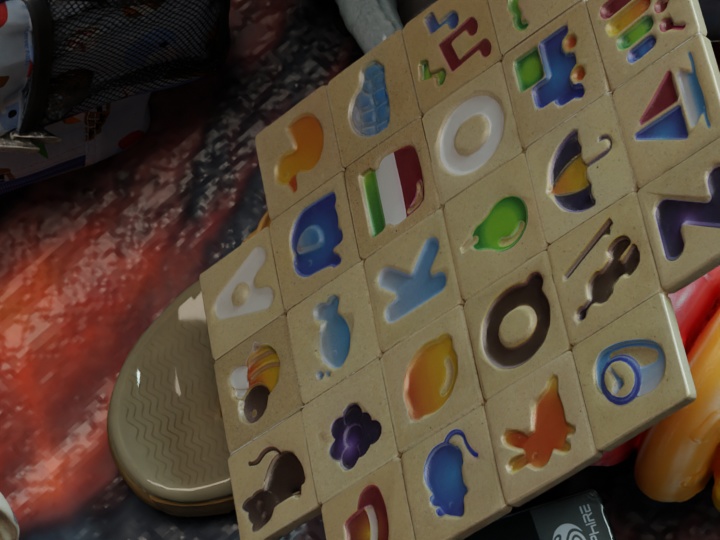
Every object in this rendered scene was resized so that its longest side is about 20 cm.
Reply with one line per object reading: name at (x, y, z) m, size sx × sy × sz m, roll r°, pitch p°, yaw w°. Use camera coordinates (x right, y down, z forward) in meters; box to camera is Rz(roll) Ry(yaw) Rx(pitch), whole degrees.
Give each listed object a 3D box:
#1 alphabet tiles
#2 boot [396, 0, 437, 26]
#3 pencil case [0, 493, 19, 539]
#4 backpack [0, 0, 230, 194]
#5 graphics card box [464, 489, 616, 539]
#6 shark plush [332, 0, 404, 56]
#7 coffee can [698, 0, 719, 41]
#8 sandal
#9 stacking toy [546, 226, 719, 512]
alphabet tiles at (0.028, -0.004, 0.833) m, size 0.200 × 0.006 × 0.167 m, roll -34°, pitch 52°, yaw 32°
boot at (0.066, -0.166, 1.014) m, size 0.200 × 0.070 × 0.132 m, roll -42°, pitch 64°, yaw -3°
pencil case at (-0.190, 0.041, 0.918) m, size 0.089 × 0.078 × 0.200 m, roll -36°, pitch 60°, yaw -8°
backpack at (-0.154, -0.112, 0.947) m, size 0.190 × 0.154 × 0.200 m, roll -16°, pitch 48°, yaw -32°
graphics card box at (-0.004, 0.153, 0.836) m, size 0.200 × 0.051 × 0.126 m, roll -19°, pitch 58°, yaw -1°
shark plush at (-0.029, -0.146, 0.948) m, size 0.091 × 0.083 × 0.201 m, roll -11°, pitch 68°, yaw 12°
coffee can at (0.157, -0.146, 0.906) m, size 0.199 × 0.146 × 0.147 m, roll -3°, pitch 58°, yaw -8°
sandal at (0.000, 0.000, 0.921) m, size 0.200 × 0.054 × 0.080 m, roll -33°, pitch 57°, yaw -2°
stacking toy at (0.147, 0.046, 0.855) m, size 0.200 × 0.110 × 0.116 m, roll 31°, pitch 50°, yaw 12°
